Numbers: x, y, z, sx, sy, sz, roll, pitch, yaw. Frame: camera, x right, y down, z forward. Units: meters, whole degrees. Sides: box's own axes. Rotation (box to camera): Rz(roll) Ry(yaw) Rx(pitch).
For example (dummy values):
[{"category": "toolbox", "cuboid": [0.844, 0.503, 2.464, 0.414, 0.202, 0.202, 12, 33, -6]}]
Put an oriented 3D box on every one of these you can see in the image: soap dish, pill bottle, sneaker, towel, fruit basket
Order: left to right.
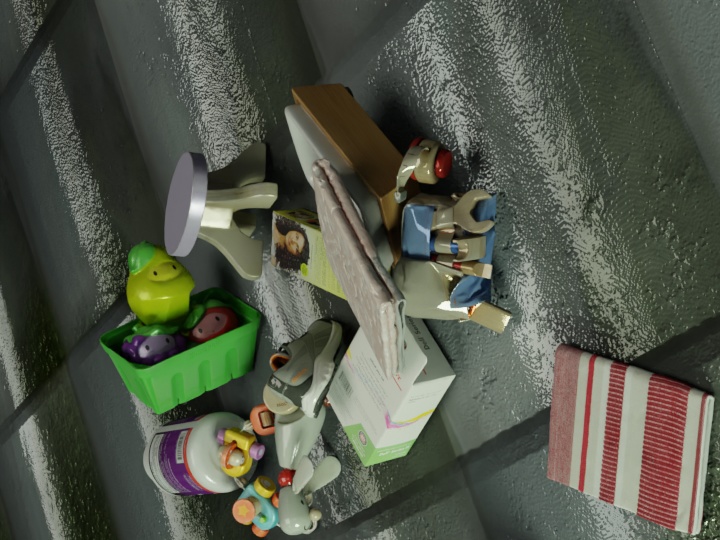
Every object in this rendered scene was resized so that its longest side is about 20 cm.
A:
[{"category": "fruit basket", "cuboid": [-0.256, 0.064, 1.977, 0.155, 0.214, 0.218, 28, 119, 49]}, {"category": "pill bottle", "cuboid": [-0.238, 0.268, 2.073, 0.199, 0.112, 0.114, -16, 84, 55]}, {"category": "sneaker", "cuboid": [-0.068, 0.106, 1.764, 0.200, 0.079, 0.074, -77, 10, -69]}, {"category": "soap dish", "cuboid": [0.000, -0.107, 1.635, 0.200, 0.081, 0.158, 52, 168, 34]}, {"category": "towel", "cuboid": [0.000, 0.000, 1.556, 0.200, 0.032, 0.192, 86, 159, -63]}, {"category": "towel", "cuboid": [0.264, 0.164, 1.415, 0.199, 0.023, 0.146, 17, 109, 51]}]

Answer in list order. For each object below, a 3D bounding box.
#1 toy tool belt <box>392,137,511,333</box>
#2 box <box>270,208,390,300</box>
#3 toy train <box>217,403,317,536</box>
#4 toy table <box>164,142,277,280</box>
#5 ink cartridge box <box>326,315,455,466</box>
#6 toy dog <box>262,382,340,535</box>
[{"category": "toy tool belt", "cuboid": [0.110, -0.037, 1.530, 0.122, 0.125, 0.202, 9, 108, 25]}, {"category": "box", "cuboid": [-0.040, -0.020, 1.782, 0.199, 0.050, 0.076, 22, 114, 51]}, {"category": "toy train", "cuboid": [-0.132, 0.266, 1.932, 0.149, 0.055, 0.202, -11, 91, 32]}, {"category": "toy table", "cuboid": [-0.184, -0.083, 1.881, 0.200, 0.116, 0.186, 170, 104, -74]}, {"category": "ink cartridge box", "cuboid": [0.040, 0.121, 1.683, 0.118, 0.067, 0.201, 59, 140, 30]}, {"category": "toy dog", "cuboid": [-0.062, 0.228, 1.834, 0.095, 0.132, 0.202, -8, 97, 17]}]
